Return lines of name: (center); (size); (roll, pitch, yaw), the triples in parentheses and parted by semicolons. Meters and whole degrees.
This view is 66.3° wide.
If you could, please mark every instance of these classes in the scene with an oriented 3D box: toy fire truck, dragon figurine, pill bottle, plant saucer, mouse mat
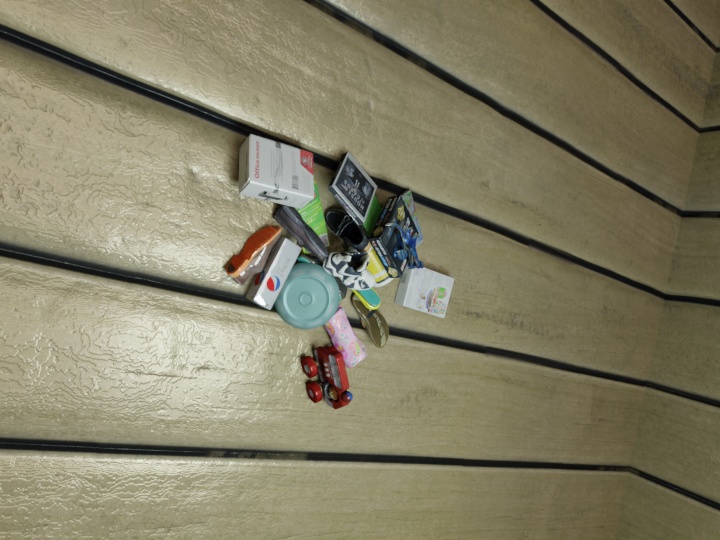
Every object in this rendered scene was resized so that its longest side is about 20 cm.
toy fire truck: (-0.087, 0.329, 1.668); (0.111, 0.167, 0.204); (-18, 105, -30)
dragon figurine: (0.136, -0.068, 1.612); (0.200, 0.058, 0.101); (39, 45, -57)
pill bottle: (0.030, -0.056, 1.735); (0.111, 0.111, 0.201); (-44, 117, -21)
plant saucer: (-0.158, 0.080, 1.618); (0.196, 0.036, 0.204); (-1, 102, -4)
mouse mat: (0.031, -0.180, 1.708); (0.160, 0.007, 0.203); (-23, 88, -57)

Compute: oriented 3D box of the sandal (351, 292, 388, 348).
sandal: (0.028, 0.159, 1.800); (0.080, 0.054, 0.202); (-36, 99, -30)

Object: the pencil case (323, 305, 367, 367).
pencil case: (-0.052, 0.205, 1.724); (0.087, 0.087, 0.202); (-37, 111, -24)

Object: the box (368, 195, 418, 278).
box: (0.105, -0.104, 1.675); (0.160, 0.045, 0.201); (59, 41, -34)

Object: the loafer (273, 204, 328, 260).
loafer: (-0.173, -0.105, 1.594); (0.063, 0.072, 0.201); (-39, 89, 17)

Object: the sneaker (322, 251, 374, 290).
sneaker: (0.000, 0.000, 1.619); (0.198, 0.128, 0.081); (36, 62, -35)

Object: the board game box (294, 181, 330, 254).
board game box: (-0.155, -0.158, 1.653); (0.094, 0.030, 0.203); (-20, 109, -30)

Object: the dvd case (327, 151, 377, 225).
dvd case: (-0.021, -0.250, 1.656); (0.150, 0.025, 0.201); (47, 36, -24)

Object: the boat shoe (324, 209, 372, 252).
boat shoe: (-0.041, -0.124, 1.638); (0.075, 0.200, 0.062); (-48, 149, 3)

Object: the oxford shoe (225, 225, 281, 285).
oxford shoe: (-0.291, -0.046, 1.561); (0.200, 0.071, 0.073); (-46, 135, -14)

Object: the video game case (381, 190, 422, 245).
video game case: (0.142, -0.147, 1.802); (0.200, 0.022, 0.185); (-40, 119, -54)

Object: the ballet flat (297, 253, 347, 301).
ballet flat: (-0.111, 0.007, 1.678); (0.200, 0.067, 0.069); (49, 55, -22)

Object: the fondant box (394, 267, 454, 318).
fondant box: (0.223, 0.070, 1.910); (0.198, 0.058, 0.147); (18, 85, -33)

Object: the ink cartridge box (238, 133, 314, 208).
ink cartridge box: (-0.234, -0.271, 1.529); (0.197, 0.083, 0.149); (11, 67, -33)

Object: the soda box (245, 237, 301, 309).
soda box: (-0.250, 0.006, 1.583); (0.063, 0.068, 0.202); (32, 78, -32)

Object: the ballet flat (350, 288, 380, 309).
ballet flat: (-0.013, 0.042, 1.738); (0.067, 0.067, 0.201); (-38, 90, -23)
